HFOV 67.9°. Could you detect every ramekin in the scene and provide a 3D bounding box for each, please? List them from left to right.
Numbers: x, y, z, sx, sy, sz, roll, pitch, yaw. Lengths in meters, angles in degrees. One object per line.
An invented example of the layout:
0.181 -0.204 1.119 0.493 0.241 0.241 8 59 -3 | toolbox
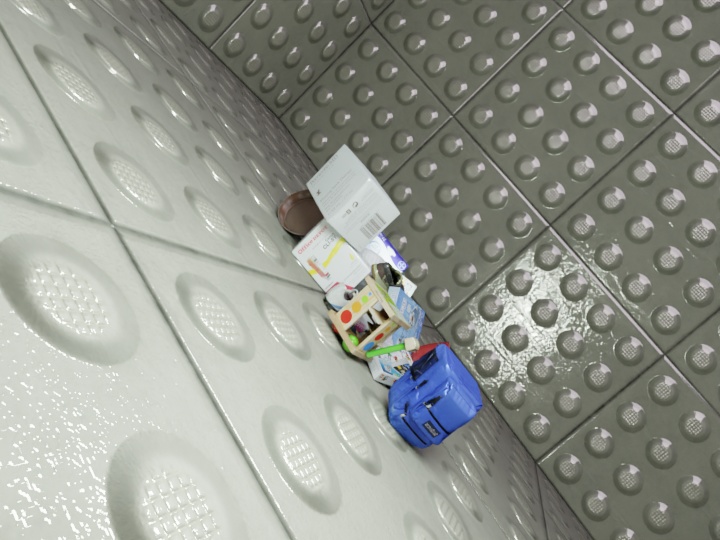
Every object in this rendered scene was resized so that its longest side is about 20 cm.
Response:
0.000 0.000 1.690 0.196 0.097 0.203 22 -19 8 | ramekin

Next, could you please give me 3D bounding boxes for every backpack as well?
0.154 0.297 1.206 0.164 0.198 0.169 50 17 -10 | backpack

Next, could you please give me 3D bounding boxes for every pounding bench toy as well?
0.034 0.155 1.300 0.202 0.155 0.124 54 9 30 | pounding bench toy

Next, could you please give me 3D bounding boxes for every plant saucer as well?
-0.160 -0.174 1.672 0.202 0.194 0.035 55 -21 35 | plant saucer

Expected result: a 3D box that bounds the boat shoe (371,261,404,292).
0.098 0.031 1.606 0.200 0.064 0.074 40 41 -54 | boat shoe

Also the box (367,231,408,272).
0.047 -0.014 1.954 0.185 0.199 0.105 49 -6 2 | box

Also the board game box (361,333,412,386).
0.086 0.253 1.435 0.198 0.034 0.129 31 27 -43 | board game box

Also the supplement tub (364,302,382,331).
0.085 0.163 1.694 0.200 0.122 0.124 42 10 -51 | supplement tub

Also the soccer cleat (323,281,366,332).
-0.021 0.104 1.478 0.200 0.086 0.071 43 9 -47 | soccer cleat

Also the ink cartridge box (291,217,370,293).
-0.083 -0.033 1.535 0.201 0.144 0.084 48 8 -6 | ink cartridge box

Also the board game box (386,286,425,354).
0.119 0.183 1.603 0.042 0.207 0.198 4 -21 34 | board game box

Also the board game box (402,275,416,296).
0.082 0.042 1.845 0.198 0.106 0.103 38 -11 -2 | board game box

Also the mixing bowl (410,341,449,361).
0.191 0.299 1.567 0.104 0.209 0.200 12 6 5 | mixing bowl

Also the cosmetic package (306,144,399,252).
-0.023 -0.203 1.508 0.166 0.167 0.202 39 13 -43 | cosmetic package
